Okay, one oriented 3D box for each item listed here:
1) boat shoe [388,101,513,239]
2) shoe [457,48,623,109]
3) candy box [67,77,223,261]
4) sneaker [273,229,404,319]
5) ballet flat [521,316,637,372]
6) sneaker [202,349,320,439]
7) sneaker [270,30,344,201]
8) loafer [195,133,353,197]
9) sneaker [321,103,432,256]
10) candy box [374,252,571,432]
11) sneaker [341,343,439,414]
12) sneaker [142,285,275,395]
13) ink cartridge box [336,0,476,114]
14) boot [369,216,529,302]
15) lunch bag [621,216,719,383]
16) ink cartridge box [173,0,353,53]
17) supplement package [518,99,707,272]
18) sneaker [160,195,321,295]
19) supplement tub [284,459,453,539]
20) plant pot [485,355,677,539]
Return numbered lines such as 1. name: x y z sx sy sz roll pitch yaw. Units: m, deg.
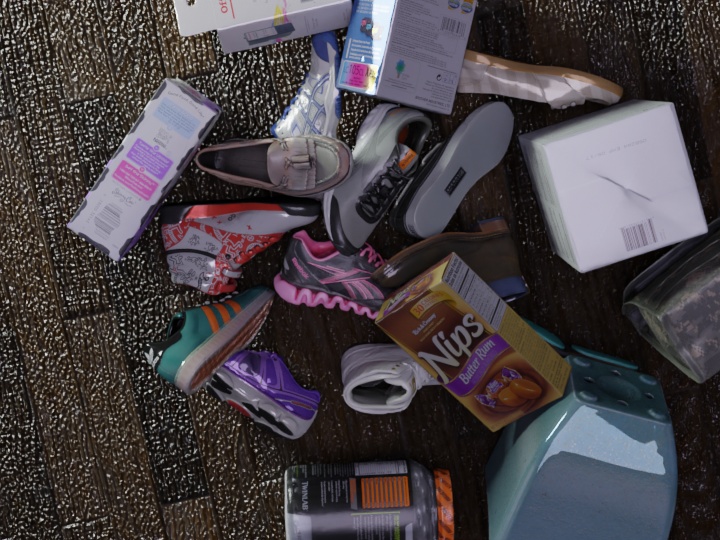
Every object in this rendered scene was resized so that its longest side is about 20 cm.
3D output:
1. boat shoe: 0.104 -0.125 1.750 0.200 0.064 0.071 -51 126 -18
2. shoe: 0.209 -0.218 1.748 0.199 0.070 0.054 13 97 4
3. candy box: -0.242 -0.120 1.692 0.071 0.168 0.201 34 95 -6
4. sneaker: 0.000 0.000 1.752 0.199 0.079 0.096 9 112 -4
5. ballet flat: 0.239 0.111 1.789 0.199 0.073 0.073 23 96 -7
6. sneaker: -0.137 0.122 1.785 0.200 0.081 0.084 36 63 0
7. sneaker: -0.063 -0.182 1.739 0.088 0.075 0.201 2 94 4
8. loafer: -0.102 -0.121 1.698 0.199 0.063 0.072 4 95 36
9. sneaker: 0.019 -0.108 1.708 0.074 0.079 0.201 41 66 -41
10. candy box: 0.127 0.084 1.672 0.200 0.057 0.117 43 132 -14
11. sneaker: 0.075 0.124 1.750 0.199 0.116 0.074 -12 110 5
12. sneaker: -0.174 0.063 1.722 0.080 0.200 0.072 32 128 12
13. ink cartridge box: 0.060 -0.291 1.695 0.136 0.076 0.201 7 99 -47
14. boot: 0.110 0.008 1.724 0.199 0.075 0.097 -19 77 -29
15. lunch bag: 0.399 0.024 1.718 0.164 0.200 0.118 -36 102 -1
16. ink cartridge box: -0.115 -0.325 1.705 0.199 0.067 0.118 -12 74 0
17. supplement package: 0.284 -0.101 1.696 0.151 0.200 0.152 -17 98 1
18. sneaker: -0.137 -0.029 1.745 0.200 0.067 0.109 -2 99 16
19. supplement tub: 0.010 0.291 1.775 0.199 0.123 0.123 -2 97 -2
20. plant pot: 0.269 0.218 1.712 0.195 0.197 0.201 16 114 -4
